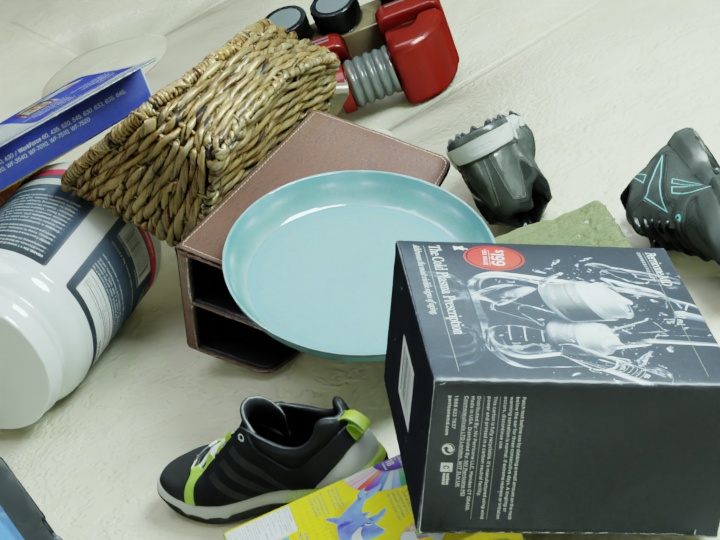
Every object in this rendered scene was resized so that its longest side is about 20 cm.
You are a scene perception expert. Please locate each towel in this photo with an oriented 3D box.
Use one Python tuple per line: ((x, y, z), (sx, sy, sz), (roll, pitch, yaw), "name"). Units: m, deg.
((0.135, 0.019, 1.474), (0.147, 0.037, 0.200), (-22, 27, -1), "towel")

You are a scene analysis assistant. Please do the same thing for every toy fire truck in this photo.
((0.001, -0.183, 1.858), (0.175, 0.129, 0.201), (-19, 39, 4), "toy fire truck")

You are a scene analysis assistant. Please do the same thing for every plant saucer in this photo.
((0.000, 0.000, 1.470), (0.198, 0.028, 0.201), (1, 42, -1), "plant saucer")

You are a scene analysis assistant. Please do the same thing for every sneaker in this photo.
((0.240, -0.034, 1.472), (0.079, 0.076, 0.200), (-33, 20, 9), "sneaker")
((0.114, -0.074, 1.623), (0.066, 0.091, 0.200), (-26, 1, 10), "sneaker")
((-0.065, 0.116, 1.385), (0.199, 0.083, 0.072), (-9, 29, 36), "sneaker")

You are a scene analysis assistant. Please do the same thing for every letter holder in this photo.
((-0.027, -0.015, 1.581), (0.141, 0.101, 0.200), (19, 44, 24), "letter holder")

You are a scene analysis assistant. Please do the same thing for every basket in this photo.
((-0.128, -0.129, 1.637), (0.148, 0.144, 0.200), (28, 41, 17), "basket")

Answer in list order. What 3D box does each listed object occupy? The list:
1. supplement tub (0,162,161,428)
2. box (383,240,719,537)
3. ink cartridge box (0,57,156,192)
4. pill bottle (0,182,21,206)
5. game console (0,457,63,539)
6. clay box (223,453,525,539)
((-0.258, 0.018, 1.648), (0.139, 0.141, 0.200), (-6, 31, 28), "supplement tub")
((0.116, 0.068, 1.251), (0.180, 0.105, 0.200), (2, 24, -7), "box")
((-0.272, -0.106, 1.693), (0.197, 0.047, 0.200), (-33, 15, -21), "ink cartridge box")
((-0.359, -0.003, 1.791), (0.199, 0.113, 0.112), (-30, 28, -14), "pill bottle")
((-0.251, 0.232, 1.288), (0.200, 0.117, 0.175), (-37, 30, -25), "game console")
((0.021, 0.169, 1.276), (0.199, 0.048, 0.115), (-22, 28, -4), "clay box")
